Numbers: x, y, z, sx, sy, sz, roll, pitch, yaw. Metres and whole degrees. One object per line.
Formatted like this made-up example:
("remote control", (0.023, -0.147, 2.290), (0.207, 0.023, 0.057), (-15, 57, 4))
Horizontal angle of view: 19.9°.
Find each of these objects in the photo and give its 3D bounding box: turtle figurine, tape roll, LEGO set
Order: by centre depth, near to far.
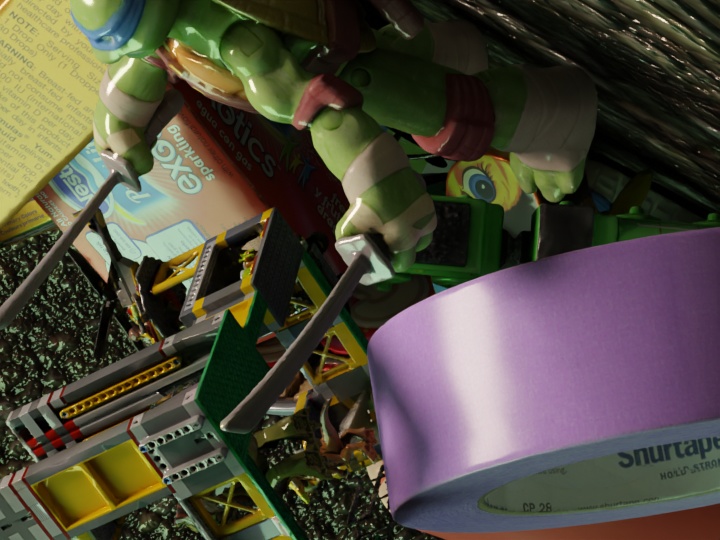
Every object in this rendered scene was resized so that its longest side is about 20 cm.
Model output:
("turtle figurine", (-0.024, -0.035, 0.717), (0.194, 0.201, 0.144), (0, 167, -39))
("tape roll", (0.105, 0.044, 0.744), (0.199, 0.066, 0.200), (-8, 164, -2))
("LEGO set", (-0.063, 0.074, 0.765), (0.154, 0.116, 0.200), (53, -156, -30))

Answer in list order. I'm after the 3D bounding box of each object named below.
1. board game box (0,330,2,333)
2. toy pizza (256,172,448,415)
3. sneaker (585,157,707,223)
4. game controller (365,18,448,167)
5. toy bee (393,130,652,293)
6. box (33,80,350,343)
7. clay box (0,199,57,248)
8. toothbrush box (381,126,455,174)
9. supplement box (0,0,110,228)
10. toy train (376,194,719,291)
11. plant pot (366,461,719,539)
("board game box", (-0.220, 0.013, 0.952), (0.103, 0.019, 0.200), (22, 177, -7))
("toy pizza", (0.000, 0.000, 1.002), (0.200, 0.200, 0.032), (31, 145, 53))
("sneaker", (0.165, 0.024, 0.983), (0.200, 0.089, 0.078), (31, -178, 38))
("game controller", (0.006, -0.096, 0.998), (0.200, 0.042, 0.104), (29, -179, -38))
("toy bee", (0.072, -0.017, 0.891), (0.200, 0.131, 0.109), (33, 147, -11))
("box", (-0.088, -0.065, 0.918), (0.200, 0.100, 0.096), (51, -147, -26))
("clay box", (-0.149, -0.048, 1.022), (0.200, 0.115, 0.048), (-29, -83, -58))
("toothbrush box", (0.014, -0.069, 1.202), (0.200, 0.086, 0.146), (29, 180, 22))
("supplement box", (-0.137, -0.072, 0.818), (0.069, 0.200, 0.067), (37, -141, -16))
("toy train", (0.091, -0.008, 0.802), (0.199, 0.042, 0.056), (4, 174, -1))
("plant pot", (0.109, 0.076, 1.106), (0.177, 0.201, 0.200), (11, -169, -31))
